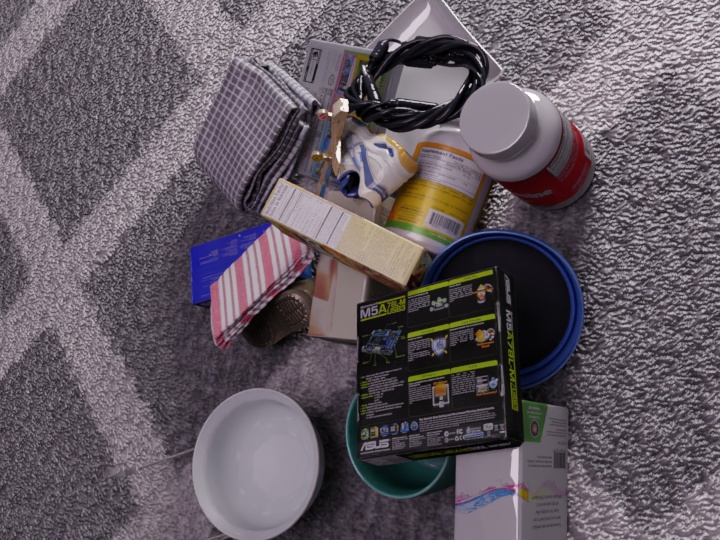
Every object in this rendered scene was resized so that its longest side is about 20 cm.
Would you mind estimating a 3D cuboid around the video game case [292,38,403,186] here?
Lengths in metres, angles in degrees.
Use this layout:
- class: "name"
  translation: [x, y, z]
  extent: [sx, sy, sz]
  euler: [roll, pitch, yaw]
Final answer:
- class: "video game case"
  translation: [-0.032, -0.228, 1.311]
  extent: [0.182, 0.022, 0.200]
  euler: [22, 99, 40]

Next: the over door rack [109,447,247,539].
- class: "over door rack"
  translation: [-0.255, 0.335, 1.310]
  extent: [0.200, 0.067, 0.148]
  euler: [-17, 69, 6]

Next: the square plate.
- class: "square plate"
  translation: [0.080, -0.271, 1.274]
  extent: [0.200, 0.028, 0.198]
  euler: [-42, 60, 17]

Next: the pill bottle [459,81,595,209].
- class: "pill bottle"
  translation: [0.198, -0.149, 1.068]
  extent: [0.112, 0.200, 0.112]
  euler: [-8, 74, 31]

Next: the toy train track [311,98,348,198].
- class: "toy train track"
  translation: [-0.053, -0.148, 1.191]
  extent: [0.200, 0.032, 0.115]
  euler: [110, 163, -50]

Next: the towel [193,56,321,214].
- class: "towel"
  translation: [-0.162, -0.208, 1.353]
  extent: [0.166, 0.086, 0.200]
  euler: [48, 117, 37]

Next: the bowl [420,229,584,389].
- class: "bowl"
  translation: [0.169, 0.047, 1.088]
  extent: [0.200, 0.039, 0.201]
  euler: [3, 103, 13]

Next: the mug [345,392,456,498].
- class: "mug"
  translation: [0.078, 0.183, 1.110]
  extent: [0.152, 0.114, 0.185]
  euler: [23, 98, 34]

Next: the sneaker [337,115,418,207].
- class: "sneaker"
  translation: [-0.005, -0.142, 1.172]
  extent: [0.088, 0.075, 0.200]
  euler: [-48, 27, -1]

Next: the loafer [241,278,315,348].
- class: "loafer"
  translation: [-0.113, 0.060, 1.285]
  extent: [0.200, 0.068, 0.076]
  euler: [-16, 102, 51]

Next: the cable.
- class: "cable"
  translation: [0.070, -0.242, 1.152]
  extent: [0.200, 0.051, 0.163]
  euler: [26, 62, 37]

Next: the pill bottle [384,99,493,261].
- class: "pill bottle"
  translation: [0.113, -0.114, 1.163]
  extent: [0.111, 0.111, 0.200]
  euler: [18, 83, 34]

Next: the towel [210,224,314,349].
- class: "towel"
  translation: [-0.140, 0.006, 1.264]
  extent: [0.200, 0.030, 0.146]
  euler: [-43, 30, 16]

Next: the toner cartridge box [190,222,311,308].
- class: "toner cartridge box"
  translation: [-0.169, -0.010, 1.360]
  extent: [0.200, 0.043, 0.095]
  euler: [-14, 72, 29]

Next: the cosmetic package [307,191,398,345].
- class: "cosmetic package"
  translation: [0.000, 0.000, 1.218]
  extent: [0.087, 0.103, 0.200]
  euler: [3, 79, 31]

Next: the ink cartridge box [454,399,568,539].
- class: "ink cartridge box"
  translation: [0.174, 0.251, 1.024]
  extent: [0.084, 0.145, 0.200]
  euler: [-4, 77, 33]

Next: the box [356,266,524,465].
- class: "box"
  translation: [0.083, 0.111, 1.011]
  extent: [0.200, 0.047, 0.193]
  euler: [-17, 60, 35]

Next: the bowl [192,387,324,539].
- class: "bowl"
  translation: [-0.124, 0.268, 1.234]
  extent: [0.201, 0.090, 0.201]
  euler: [-7, 73, 25]

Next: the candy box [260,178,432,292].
- class: "candy box"
  translation: [-0.013, -0.037, 1.105]
  extent: [0.200, 0.115, 0.055]
  euler: [26, 85, 14]
